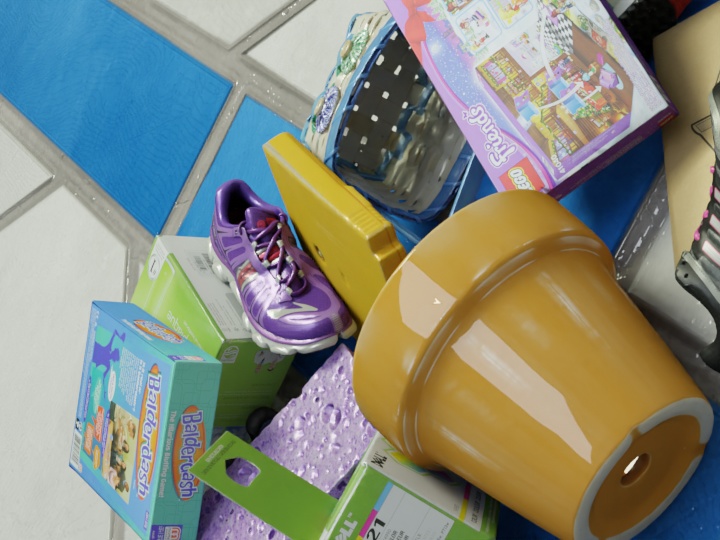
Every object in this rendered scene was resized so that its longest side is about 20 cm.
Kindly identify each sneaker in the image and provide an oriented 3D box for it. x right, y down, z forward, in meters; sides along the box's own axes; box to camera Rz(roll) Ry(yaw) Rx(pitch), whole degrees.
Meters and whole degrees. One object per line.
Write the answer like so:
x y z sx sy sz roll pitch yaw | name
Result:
0.236 -0.023 1.010 0.087 0.073 0.203 -14 82 36 | sneaker
-0.075 -0.004 1.315 0.200 0.080 0.084 45 148 40 | sneaker
0.223 -0.239 1.173 0.200 0.070 0.094 -46 48 30 | sneaker

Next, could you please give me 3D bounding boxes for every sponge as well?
-0.052 0.163 1.246 0.200 0.030 0.112 -47 37 9 | sponge

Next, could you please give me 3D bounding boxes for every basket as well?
0.046 -0.118 1.276 0.199 0.138 0.178 27 93 51 | basket

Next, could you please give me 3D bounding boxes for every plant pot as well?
0.126 0.079 1.055 0.183 0.199 0.201 42 106 35 | plant pot

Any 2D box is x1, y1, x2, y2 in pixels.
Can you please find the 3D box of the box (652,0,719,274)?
0.275 -0.107 1.084 0.163 0.021 0.202 -27 52 42 | box

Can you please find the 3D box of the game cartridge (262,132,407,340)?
0.000 0.000 1.266 0.032 0.178 0.200 -30 37 -14 | game cartridge

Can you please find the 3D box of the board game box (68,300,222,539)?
-0.182 0.123 1.327 0.200 0.045 0.154 26 109 59 | board game box

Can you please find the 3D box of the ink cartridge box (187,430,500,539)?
-0.006 0.148 1.112 0.076 0.199 0.148 -60 -3 8 | ink cartridge box

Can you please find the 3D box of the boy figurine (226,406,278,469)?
-0.037 0.179 1.293 0.125 0.064 0.199 -54 39 -4 | boy figurine

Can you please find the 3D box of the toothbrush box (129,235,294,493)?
-0.150 0.092 1.411 0.146 0.085 0.201 54 130 39 | toothbrush box

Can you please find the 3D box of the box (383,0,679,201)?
0.121 -0.157 1.161 0.136 0.039 0.201 -35 72 18 | box
